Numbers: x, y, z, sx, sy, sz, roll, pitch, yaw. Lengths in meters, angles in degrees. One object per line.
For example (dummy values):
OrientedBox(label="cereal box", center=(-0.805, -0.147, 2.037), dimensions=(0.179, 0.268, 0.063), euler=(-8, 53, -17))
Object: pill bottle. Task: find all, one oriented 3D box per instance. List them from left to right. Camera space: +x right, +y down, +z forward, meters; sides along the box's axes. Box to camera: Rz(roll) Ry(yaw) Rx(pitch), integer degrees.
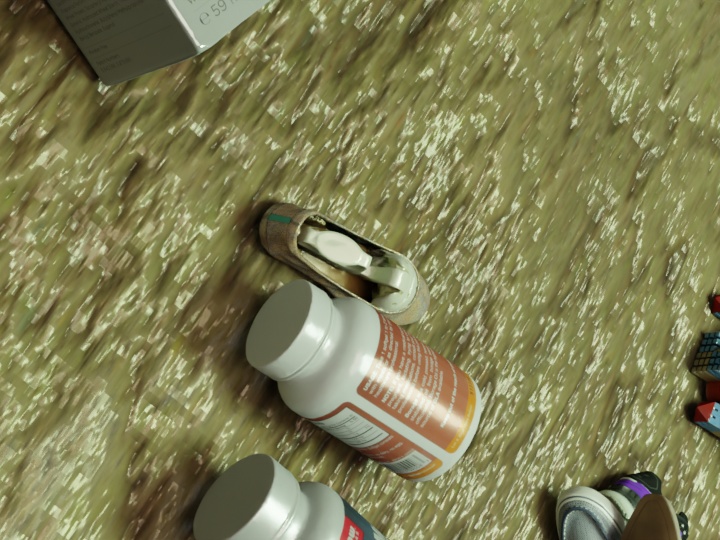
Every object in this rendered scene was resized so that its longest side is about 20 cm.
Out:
OrientedBox(label="pill bottle", center=(-0.040, 0.249, 1.037), dimensions=(0.200, 0.120, 0.120), euler=(46, 66, -26))
OrientedBox(label="pill bottle", center=(0.002, 0.093, 1.072), dimensions=(0.200, 0.112, 0.112), euler=(36, 70, -29))

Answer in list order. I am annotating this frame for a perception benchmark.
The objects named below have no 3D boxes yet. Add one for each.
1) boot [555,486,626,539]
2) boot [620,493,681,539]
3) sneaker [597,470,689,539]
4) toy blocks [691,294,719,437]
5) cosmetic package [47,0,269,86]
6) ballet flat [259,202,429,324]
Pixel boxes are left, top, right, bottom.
OrientedBox(label="boot", center=(0.241, 0.323, 1.244), dimensions=(0.200, 0.073, 0.090), euler=(68, 29, -15))
OrientedBox(label="boot", center=(0.319, 0.334, 1.239), dimensions=(0.146, 0.070, 0.200), euler=(22, 74, -42))
OrientedBox(label="sneaker", center=(0.319, 0.304, 1.318), dimensions=(0.099, 0.070, 0.200), euler=(-28, 106, -34))
OrientedBox(label="toy blocks", center=(0.440, 0.118, 1.401), dimensions=(0.137, 0.100, 0.200), euler=(30, 72, -19))
OrientedBox(label="cosmetic package", center=(-0.157, -0.275, 0.930), dimensions=(0.165, 0.165, 0.200), euler=(-45, 114, -28))
OrientedBox(label="ballet flat", center=(0.000, 0.000, 1.098), dimensions=(0.200, 0.067, 0.068), euler=(25, 76, -32))
